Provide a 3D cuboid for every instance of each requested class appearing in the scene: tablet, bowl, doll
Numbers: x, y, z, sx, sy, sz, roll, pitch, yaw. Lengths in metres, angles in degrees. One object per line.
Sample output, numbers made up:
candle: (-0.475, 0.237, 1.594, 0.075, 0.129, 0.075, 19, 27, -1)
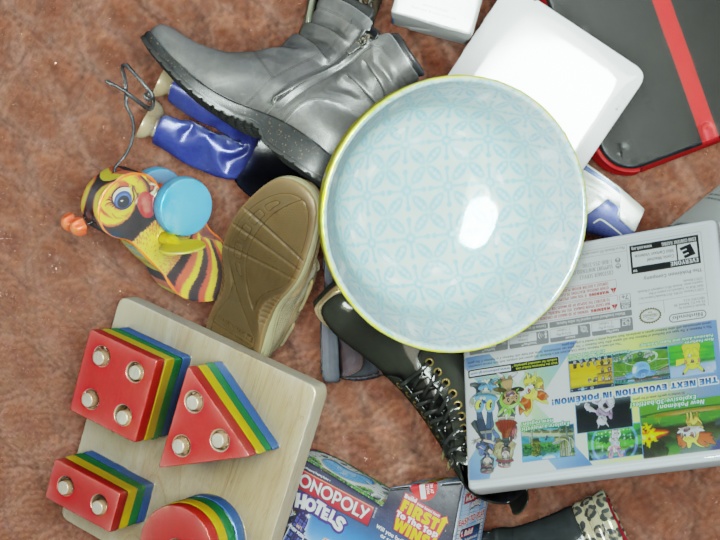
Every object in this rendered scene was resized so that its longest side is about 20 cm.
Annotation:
tablet: (0.114, -0.106, 1.165, 0.130, 0.014, 0.200, 35, 97, 6)
bowl: (0.055, -0.046, 1.104, 0.200, 0.108, 0.201, -2, 98, -15)
doll: (-0.076, -0.102, 1.215, 0.200, 0.048, 0.137, 25, 114, -4)

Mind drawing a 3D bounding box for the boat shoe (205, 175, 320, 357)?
boat shoe: (-0.069, -0.001, 1.181, 0.071, 0.064, 0.200, 39, 130, 15)

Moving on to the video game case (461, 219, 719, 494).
video game case: (0.172, 0.064, 1.093, 0.199, 0.022, 0.183, -10, 64, 21)

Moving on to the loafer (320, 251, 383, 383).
loafer: (0.000, 0.000, 1.202, 0.063, 0.072, 0.201, 2, 118, -2)

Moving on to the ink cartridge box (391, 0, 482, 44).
ink cartridge box: (0.081, -0.286, 1.168, 0.067, 0.116, 0.201, 15, 95, 0)

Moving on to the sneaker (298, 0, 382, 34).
sneaker: (-0.003, -0.242, 1.191, 0.070, 0.076, 0.201, 12, 96, -1)

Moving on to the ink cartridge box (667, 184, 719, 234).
ink cartridge box: (0.285, -0.004, 1.177, 0.200, 0.147, 0.083, -39, 93, 5)

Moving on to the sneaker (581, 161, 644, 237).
sneaker: (0.122, -0.057, 1.213, 0.199, 0.081, 0.115, 29, 99, 5)

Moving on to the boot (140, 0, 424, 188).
boot: (-0.059, -0.163, 1.142, 0.200, 0.070, 0.132, 35, 89, 9)

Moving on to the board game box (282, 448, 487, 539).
board game box: (0.016, 0.232, 1.216, 0.200, 0.062, 0.200, 28, 102, 25)

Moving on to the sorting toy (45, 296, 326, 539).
sorting toy: (-0.151, 0.149, 1.182, 0.198, 0.070, 0.201, 23, 102, 26)

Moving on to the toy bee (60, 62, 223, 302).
toy bee: (-0.180, -0.045, 1.185, 0.109, 0.131, 0.200, -38, 98, -19)

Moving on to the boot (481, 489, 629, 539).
boot: (0.170, 0.294, 1.237, 0.153, 0.073, 0.204, -23, 91, 8)

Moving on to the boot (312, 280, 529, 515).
boot: (0.055, 0.093, 1.145, 0.200, 0.139, 0.077, 26, 127, -26)

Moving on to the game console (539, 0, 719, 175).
game console: (0.247, -0.193, 1.221, 0.176, 0.031, 0.200, -21, 95, -2)
